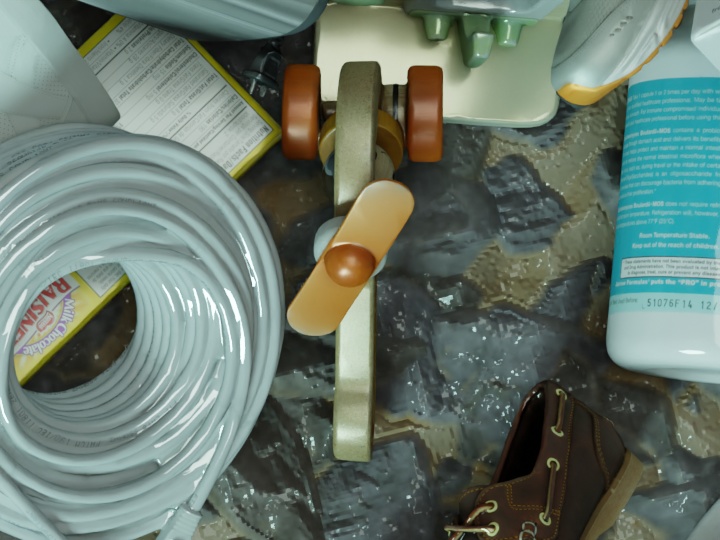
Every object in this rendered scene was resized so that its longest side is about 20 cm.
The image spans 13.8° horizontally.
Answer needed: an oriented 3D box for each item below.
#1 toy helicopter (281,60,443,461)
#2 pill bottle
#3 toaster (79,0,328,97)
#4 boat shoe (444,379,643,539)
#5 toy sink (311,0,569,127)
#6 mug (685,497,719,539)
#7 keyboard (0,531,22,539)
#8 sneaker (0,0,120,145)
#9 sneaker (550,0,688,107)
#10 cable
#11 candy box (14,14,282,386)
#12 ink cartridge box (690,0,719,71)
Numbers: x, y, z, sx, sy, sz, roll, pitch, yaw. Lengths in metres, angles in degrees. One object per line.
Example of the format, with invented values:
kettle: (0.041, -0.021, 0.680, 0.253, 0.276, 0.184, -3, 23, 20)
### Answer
toy helicopter: (0.000, 0.000, 1.430, 0.078, 0.132, 0.201, 1, 108, 0)
pill bottle: (0.183, -0.047, 1.467, 0.110, 0.111, 0.201, 6, 84, -7)
toaster: (-0.084, -0.189, 1.385, 0.129, 0.113, 0.201, 10, 83, -51)
boat shoe: (0.071, 0.130, 1.417, 0.070, 0.070, 0.200, 48, 36, -12)
toy sink: (0.048, -0.180, 1.461, 0.130, 0.112, 0.201, 4, 84, -7)
mug: (0.256, 0.167, 1.429, 0.153, 0.186, 0.149, 48, 71, -10)
keyboard: (-0.204, 0.213, 1.431, 0.127, 0.021, 0.201, 31, 86, -8)
sneaker: (-0.196, -0.091, 1.366, 0.115, 0.200, 0.074, -41, 52, -6)
sneaker: (0.112, -0.170, 1.382, 0.092, 0.076, 0.201, 29, 63, -17)
cable: (-0.129, 0.030, 1.398, 0.200, 0.069, 0.200, 38, 85, -33)
candy box: (-0.143, -0.035, 1.464, 0.200, 0.026, 0.102, -44, 92, -9)
ink cartridge box: (0.238, -0.146, 1.406, 0.145, 0.084, 0.201, 42, 41, -27)
